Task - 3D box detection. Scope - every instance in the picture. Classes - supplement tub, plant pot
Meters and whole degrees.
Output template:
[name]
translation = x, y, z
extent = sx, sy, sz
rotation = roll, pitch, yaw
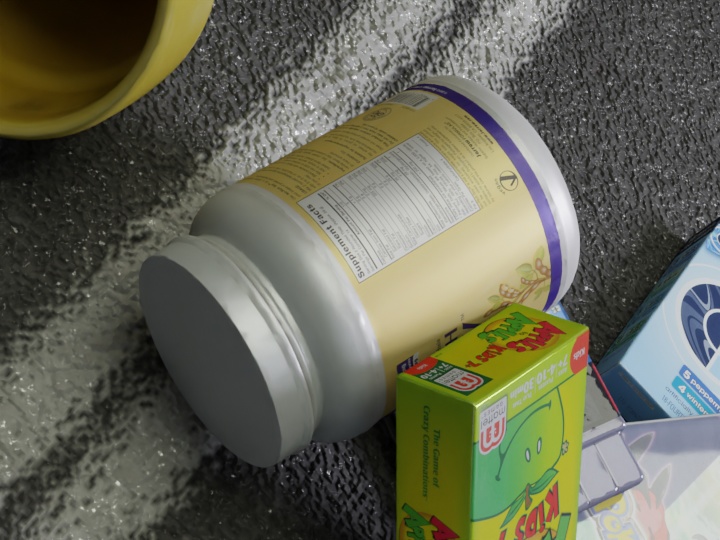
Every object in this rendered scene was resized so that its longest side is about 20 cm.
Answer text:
[supplement tub]
translation = 0.000, 0.000, 0.872
extent = 0.200, 0.145, 0.146
rotation = -31, 83, -25
[plant pot]
translation = -0.151, -0.192, 0.889
extent = 0.201, 0.201, 0.189
rotation = 47, 30, -3

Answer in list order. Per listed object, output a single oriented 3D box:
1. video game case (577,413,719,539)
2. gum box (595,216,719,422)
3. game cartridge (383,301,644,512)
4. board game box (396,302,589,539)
[video game case]
translation = 0.201, 0.182, 0.975
extent = 0.182, 0.023, 0.200
rotation = -4, 63, -17
[gum box]
translation = 0.256, 0.078, 1.117
extent = 0.170, 0.045, 0.200
rotation = 47, 44, -1
[game cartridge]
translation = 0.069, 0.057, 0.967
extent = 0.129, 0.038, 0.200
rotation = -22, 75, -19
[board game box]
translation = 0.066, 0.129, 0.841
extent = 0.048, 0.200, 0.102
rotation = 18, 30, 34
